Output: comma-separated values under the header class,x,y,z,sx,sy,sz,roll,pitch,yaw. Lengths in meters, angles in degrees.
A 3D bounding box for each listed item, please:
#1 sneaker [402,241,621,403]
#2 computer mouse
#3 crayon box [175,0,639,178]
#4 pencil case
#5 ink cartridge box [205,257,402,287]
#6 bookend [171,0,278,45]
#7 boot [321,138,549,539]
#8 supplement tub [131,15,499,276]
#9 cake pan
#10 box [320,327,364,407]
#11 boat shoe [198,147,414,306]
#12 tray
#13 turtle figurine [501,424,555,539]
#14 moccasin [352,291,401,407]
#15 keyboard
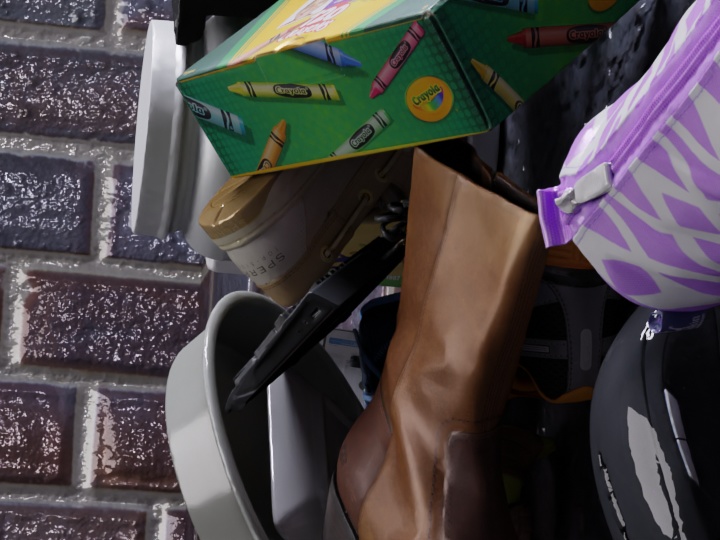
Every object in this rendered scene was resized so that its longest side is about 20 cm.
class,x,y,z,sx,sy,sz,roll,pitch,yaw
sneaker,0.067,0.024,0.843,0.200,0.077,0.078,150,117,-79
computer mouse,0.112,0.082,0.628,0.141,0.045,0.202,117,156,-69
crayon box,0.019,-0.105,0.821,0.199,0.119,0.059,-6,120,54
pencil case,0.118,-0.056,0.550,0.200,0.084,0.085,117,154,-63
ink cartridge box,-0.020,-0.100,1.191,0.084,0.143,0.202,-110,27,-67
bookend,0.000,-0.227,1.001,0.092,0.198,0.201,-105,19,-63
boot,0.056,0.067,0.746,0.189,0.068,0.202,-125,45,-57
supplement tub,-0.029,-0.074,1.072,0.145,0.198,0.147,-175,90,-80
cake pan,-0.034,0.109,0.923,0.201,0.036,0.201,53,-159,-30
box,-0.012,0.134,1.183,0.201,0.059,0.118,-82,2,-62
boat shoe,-0.007,-0.052,0.939,0.073,0.070,0.200,-18,21,44
tray,0.016,0.133,0.930,0.200,0.022,0.108,48,-156,-39
turtle figurine,0.056,0.166,0.858,0.200,0.064,0.163,111,161,-59
moccasin,0.038,0.062,1.031,0.200,0.079,0.069,79,-173,-72
keyboard,0.000,0.000,0.881,0.127,0.021,0.200,-46,-2,17
